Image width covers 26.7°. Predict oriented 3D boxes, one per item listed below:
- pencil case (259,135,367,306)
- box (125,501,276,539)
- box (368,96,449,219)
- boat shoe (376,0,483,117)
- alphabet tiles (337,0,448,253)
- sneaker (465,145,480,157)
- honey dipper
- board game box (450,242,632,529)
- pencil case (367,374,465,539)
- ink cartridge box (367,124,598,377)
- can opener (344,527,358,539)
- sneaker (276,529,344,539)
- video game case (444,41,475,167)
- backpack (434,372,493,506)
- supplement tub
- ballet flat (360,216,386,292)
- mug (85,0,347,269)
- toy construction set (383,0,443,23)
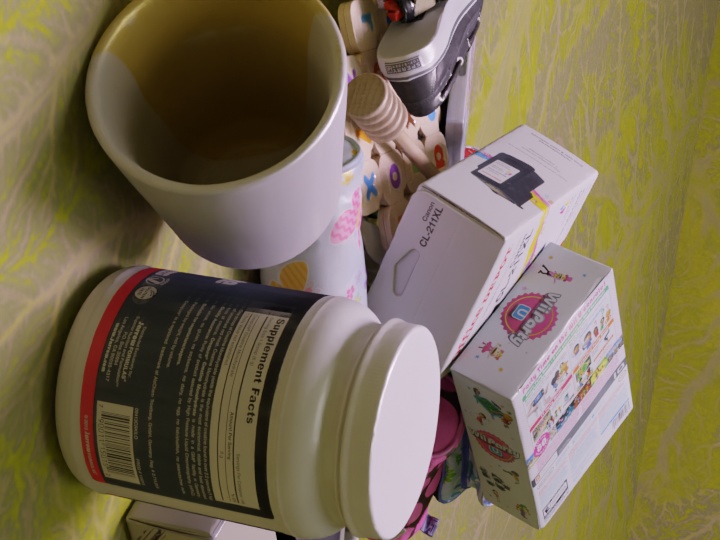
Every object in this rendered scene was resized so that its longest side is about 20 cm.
[{"bbox_3d":[-0.033,-0.003,1.129,0.091,0.082,0.202,-60,151,-56],"label":"pencil case"},{"bbox_3d":[-0.099,0.219,1.055,0.082,0.068,0.201,-59,151,-47],"label":"box"},{"bbox_3d":[0.045,-0.152,1.355,0.144,0.036,0.202,-21,116,-68],"label":"box"},{"bbox_3d":[0.062,-0.192,1.221,0.057,0.068,0.200,67,31,-28],"label":"boat shoe"},{"bbox_3d":[0.023,-0.118,1.216,0.195,0.014,0.202,-30,112,-62],"label":"alphabet tiles"},{"bbox_3d":[0.083,-0.025,1.496,0.085,0.077,0.202,11,86,-50],"label":"sneaker"},{"bbox_3d":[0.041,-0.093,1.194,0.200,0.038,0.038,43,58,-57],"label":"honey dipper"},{"bbox_3d":[0.154,0.099,1.257,0.148,0.064,0.201,-49,146,-24],"label":"board game box"},{"bbox_3d":[0.038,0.167,1.307,0.201,0.090,0.094,101,6,-56],"label":"pencil case"},{"bbox_3d":[0.096,-0.016,1.229,0.200,0.083,0.147,-33,152,-55],"label":"ink cartridge box"},{"bbox_3d":[-0.024,0.145,1.259,0.066,0.052,0.202,-18,114,-69],"label":"can opener"},{"bbox_3d":[-0.054,0.275,1.196,0.106,0.074,0.202,-27,114,-71],"label":"sneaker"},{"bbox_3d":[0.093,-0.166,1.404,0.144,0.018,0.201,90,7,-55],"label":"video game case"},{"bbox_3d":[0.125,0.108,1.420,0.200,0.146,0.184,-40,148,-31],"label":"backpack"},{"bbox_3d":[-0.065,0.078,0.896,0.140,0.198,0.142,9,90,-71],"label":"supplement tub"},{"bbox_3d":[0.000,0.000,1.248,0.201,0.069,0.070,69,35,-55],"label":"ballet flat"},{"bbox_3d":[-0.067,-0.092,0.920,0.153,0.148,0.188,76,35,-63],"label":"mug"},{"bbox_3d":[0.023,-0.271,1.160,0.092,0.132,0.200,-36,162,1],"label":"toy construction set"}]
